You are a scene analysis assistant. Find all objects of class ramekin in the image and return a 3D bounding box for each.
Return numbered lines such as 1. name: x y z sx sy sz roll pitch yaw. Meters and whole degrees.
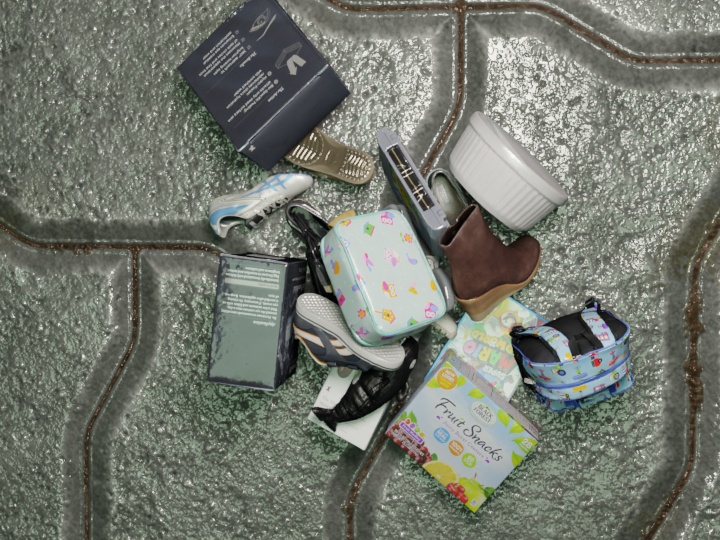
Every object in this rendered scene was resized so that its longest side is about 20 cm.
1. ramekin: 0.226 -0.151 1.465 0.202 0.202 0.094 44 107 4

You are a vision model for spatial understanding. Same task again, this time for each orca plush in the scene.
1. orca plush: 0.010 0.178 1.447 0.197 0.071 0.107 -28 89 6

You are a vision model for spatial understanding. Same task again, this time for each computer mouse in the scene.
1. computer mouse: -0.053 0.010 1.505 0.045 0.141 0.203 -19 120 -8

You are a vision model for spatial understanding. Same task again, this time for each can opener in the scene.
1. can opener: 0.097 -0.019 1.493 0.066 0.052 0.203 -33 74 28

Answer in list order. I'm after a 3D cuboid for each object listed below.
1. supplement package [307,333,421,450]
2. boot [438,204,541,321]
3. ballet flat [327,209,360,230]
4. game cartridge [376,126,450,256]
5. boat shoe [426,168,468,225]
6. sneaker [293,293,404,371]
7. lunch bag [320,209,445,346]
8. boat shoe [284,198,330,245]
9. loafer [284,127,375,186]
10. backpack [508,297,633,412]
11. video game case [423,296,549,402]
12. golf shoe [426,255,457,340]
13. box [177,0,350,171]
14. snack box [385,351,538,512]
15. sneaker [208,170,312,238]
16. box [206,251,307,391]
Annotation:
1. supplement package: 0.009 0.174 1.539 0.112 0.110 0.203 26 95 5
2. boot: 0.210 -0.037 1.459 0.200 0.072 0.168 -45 129 -28
3. ballet flat: 0.000 0.000 1.504 0.062 0.069 0.203 -19 72 -6
4. game cartridge: 0.087 -0.122 1.496 0.040 0.134 0.202 -29 68 0
5. boat shoe: 0.158 -0.073 1.532 0.071 0.071 0.203 -28 88 7
6. sneaker: -0.021 0.114 1.441 0.198 0.078 0.081 30 124 24
7. lunch bag: 0.037 0.013 1.411 0.077 0.158 0.203 -38 71 50
8. boat shoe: -0.056 -0.041 1.564 0.073 0.063 0.200 -44 86 7
9. loafer: -0.059 -0.189 1.559 0.198 0.068 0.077 30 84 22
10. backpack: 0.342 0.142 1.442 0.179 0.200 0.137 -19 98 -1
11. video game case: 0.216 0.140 1.558 0.142 0.018 0.202 32 96 4
12. golf shoe: 0.108 0.022 1.541 0.097 0.078 0.201 -41 86 0
13. box: -0.157 -0.311 1.510 0.196 0.117 0.201 -41 69 7
14. snack box: 0.168 0.266 1.530 0.199 0.068 0.169 41 105 1
15. sneaker: -0.167 -0.113 1.569 0.197 0.072 0.074 -21 75 13
16. box: -0.165 0.077 1.515 0.115 0.197 0.205 7 93 6
